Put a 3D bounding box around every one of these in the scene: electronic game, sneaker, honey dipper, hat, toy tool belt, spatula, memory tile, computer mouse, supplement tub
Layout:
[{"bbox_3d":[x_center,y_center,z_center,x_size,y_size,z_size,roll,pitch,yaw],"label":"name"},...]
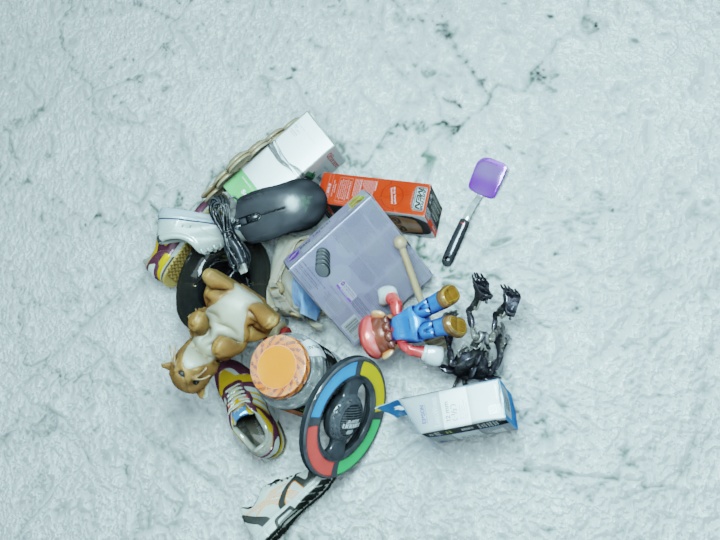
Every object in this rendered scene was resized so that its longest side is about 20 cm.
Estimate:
[{"bbox_3d":[-0.026,0.233,1.423,0.041,0.199,0.203,18,80,37],"label":"electronic game"},{"bbox_3d":[-0.198,0.230,1.536,0.075,0.090,0.201,-39,67,3],"label":"sneaker"},{"bbox_3d":[0.097,0.038,1.473,0.037,0.038,0.203,-16,100,12],"label":"honey dipper"},{"bbox_3d":[-0.120,0.368,1.482,0.200,0.074,0.080,-43,65,2],"label":"sneaker"},{"bbox_3d":[-0.237,0.038,1.611,0.197,0.081,0.204,-5,66,11],"label":"hat"},{"bbox_3d":[-0.095,0.039,1.541,0.121,0.125,0.204,3,76,27],"label":"toy tool belt"},{"bbox_3d":[-0.328,-0.073,1.666,0.090,0.075,0.201,32,81,29],"label":"sneaker"},{"bbox_3d":[0.188,-0.099,1.542,0.056,0.021,0.202,25,84,21],"label":"spatula"},{"bbox_3d":[-0.191,-0.197,1.590,0.017,0.200,0.153,49,137,0],"label":"memory tile"},{"bbox_3d":[-0.263,-0.062,1.581,0.196,0.073,0.072,8,86,6],"label":"sneaker"},{"bbox_3d":[-0.149,-0.089,1.497,0.197,0.053,0.141,-21,91,3],"label":"computer mouse"},{"bbox_3d":[-0.098,0.173,1.461,0.120,0.200,0.125,-5,73,16],"label":"supplement tub"}]

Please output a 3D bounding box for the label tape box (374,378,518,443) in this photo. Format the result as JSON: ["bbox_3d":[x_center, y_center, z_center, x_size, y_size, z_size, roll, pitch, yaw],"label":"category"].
[{"bbox_3d":[0.137,0.229,1.399,0.197,0.143,0.067,-15,70,13],"label":"label tape box"}]

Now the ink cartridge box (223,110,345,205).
[{"bbox_3d":[-0.130,-0.175,1.593,0.199,0.146,0.085,-40,83,4],"label":"ink cartridge box"}]

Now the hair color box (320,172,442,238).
[{"bbox_3d":[0.033,-0.113,1.552,0.197,0.102,0.062,8,73,20],"label":"hair color box"}]

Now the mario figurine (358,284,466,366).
[{"bbox_3d":[0.083,0.086,1.442,0.198,0.106,0.125,-19,41,37],"label":"mario figurine"}]

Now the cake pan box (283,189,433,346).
[{"bbox_3d":[0.000,0.000,1.489,0.184,0.200,0.052,-42,25,-1],"label":"cake pan box"}]

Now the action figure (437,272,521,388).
[{"bbox_3d":[0.189,0.106,1.441,0.117,0.103,0.202,15,120,-6],"label":"action figure"}]

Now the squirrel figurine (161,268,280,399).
[{"bbox_3d":[-0.232,0.111,1.448,0.140,0.200,0.188,33,90,-2],"label":"squirrel figurine"}]
